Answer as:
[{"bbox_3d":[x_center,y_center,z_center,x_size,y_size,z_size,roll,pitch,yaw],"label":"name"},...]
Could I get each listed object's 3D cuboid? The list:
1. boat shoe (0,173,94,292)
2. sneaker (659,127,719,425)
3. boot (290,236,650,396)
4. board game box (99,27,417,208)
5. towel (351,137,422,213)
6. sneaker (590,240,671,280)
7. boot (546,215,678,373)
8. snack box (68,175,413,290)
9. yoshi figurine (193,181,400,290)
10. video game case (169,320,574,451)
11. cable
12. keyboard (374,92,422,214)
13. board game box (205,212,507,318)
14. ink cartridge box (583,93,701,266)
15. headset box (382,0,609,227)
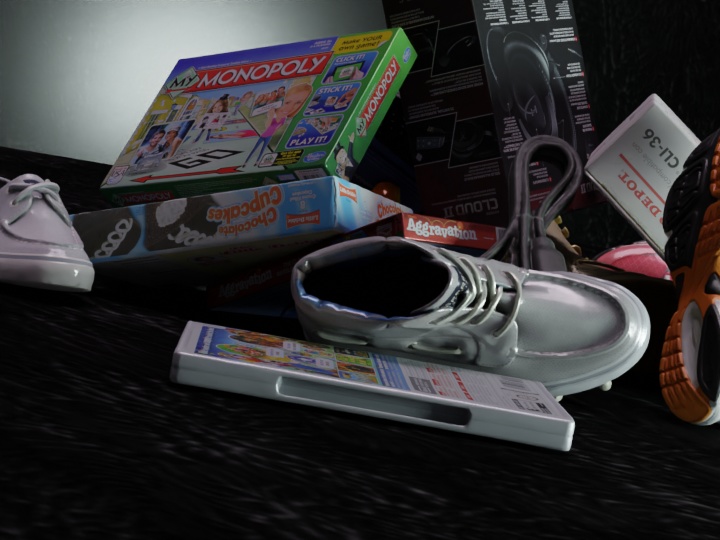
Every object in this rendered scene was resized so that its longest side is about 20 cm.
[{"bbox_3d":[-0.218,-0.028,1.355,0.072,0.069,0.200,9,4,-21],"label":"boat shoe"},{"bbox_3d":[0.238,0.007,1.283,0.092,0.201,0.076,19,-21,-28],"label":"sneaker"},{"bbox_3d":[0.059,0.024,1.158,0.198,0.074,0.096,0,-16,8],"label":"boot"},{"bbox_3d":[-0.071,-0.101,1.433,0.199,0.135,0.029,-4,-45,36],"label":"board game box"},{"bbox_3d":[-0.055,-0.060,1.563,0.145,0.024,0.199,36,-41,-27],"label":"towel"},{"bbox_3d":[0.266,0.033,1.589,0.199,0.074,0.087,21,12,-1],"label":"sneaker"},{"bbox_3d":[0.166,0.010,1.542,0.198,0.073,0.156,4,22,-6],"label":"boot"},{"bbox_3d":[-0.078,-0.022,1.372,0.199,0.037,0.116,-7,-12,25],"label":"snack box"},{"bbox_3d":[-0.072,-0.029,1.494,0.198,0.113,0.112,3,14,4],"label":"yoshi figurine"},{"bbox_3d":[0.004,0.058,1.087,0.199,0.018,0.143,10,5,-3],"label":"video game case"},{"bbox_3d":[0.098,-0.006,1.279,0.096,0.051,0.201,7,41,-9],"label":"cable"},{"bbox_3d":[0.000,-0.068,1.564,0.104,0.040,0.201,28,-33,14],"label":"keyboard"},{"bbox_3d":[0.000,0.000,1.349,0.102,0.020,0.199,8,-18,-40],"label":"board game box"},{"bbox_3d":[0.211,-0.051,1.395,0.117,0.067,0.200,46,11,0],"label":"ink cartridge box"},{"bbox_3d":[0.099,-0.112,1.476,0.077,0.201,0.149,-8,4,34],"label":"headset box"}]
